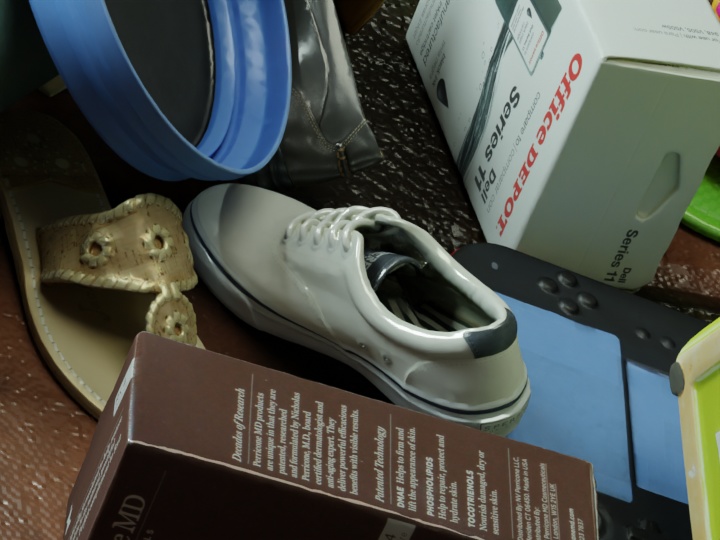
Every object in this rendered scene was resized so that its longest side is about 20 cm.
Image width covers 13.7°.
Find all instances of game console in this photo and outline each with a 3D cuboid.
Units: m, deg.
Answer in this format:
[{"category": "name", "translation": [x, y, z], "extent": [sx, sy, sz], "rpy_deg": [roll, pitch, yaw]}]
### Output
[{"category": "game console", "translation": [0.118, 0.073, 1.389], "extent": [0.176, 0.031, 0.200], "rpy_deg": [16, 37, -11]}]

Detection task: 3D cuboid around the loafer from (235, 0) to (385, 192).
[{"category": "loafer", "translation": [-0.021, -0.133, 1.463], "extent": [0.072, 0.073, 0.201], "rpy_deg": [-3, 75, 11]}]

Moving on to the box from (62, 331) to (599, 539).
[{"category": "box", "translation": [-0.013, 0.106, 1.211], "extent": [0.199, 0.100, 0.075], "rpy_deg": [17, 36, -10]}]

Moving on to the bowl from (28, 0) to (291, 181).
[{"category": "bowl", "translation": [-0.093, -0.134, 1.338], "extent": [0.201, 0.039, 0.201], "rpy_deg": [48, 33, -47]}]

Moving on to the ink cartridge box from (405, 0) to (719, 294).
[{"category": "ink cartridge box", "translation": [0.104, -0.107, 1.509], "extent": [0.083, 0.147, 0.200], "rpy_deg": [5, 39, -23]}]

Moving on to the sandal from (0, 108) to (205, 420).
[{"category": "sandal", "translation": [-0.112, -0.014, 1.330], "extent": [0.077, 0.070, 0.212], "rpy_deg": [-4, 45, -34]}]

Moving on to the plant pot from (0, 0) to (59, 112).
[{"category": "plant pot", "translation": [-0.216, -0.131, 1.329], "extent": [0.200, 0.201, 0.196], "rpy_deg": [34, 28, 12]}]

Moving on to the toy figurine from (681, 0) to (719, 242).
[{"category": "toy figurine", "translation": [0.234, -0.138, 1.592], "extent": [0.150, 0.184, 0.200], "rpy_deg": [22, 35, -4]}]

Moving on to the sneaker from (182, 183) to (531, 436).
[{"category": "sneaker", "translation": [0.000, 0.000, 1.352], "extent": [0.200, 0.071, 0.073], "rpy_deg": [30, 45, 30]}]

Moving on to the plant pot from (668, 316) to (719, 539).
[{"category": "plant pot", "translation": [0.246, 0.083, 1.272], "extent": [0.181, 0.200, 0.200], "rpy_deg": [1, 72, -19]}]

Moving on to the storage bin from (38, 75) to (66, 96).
[{"category": "storage bin", "translation": [-0.162, -0.207, 1.522], "extent": [0.200, 0.094, 0.198], "rpy_deg": [36, 37, 15]}]
